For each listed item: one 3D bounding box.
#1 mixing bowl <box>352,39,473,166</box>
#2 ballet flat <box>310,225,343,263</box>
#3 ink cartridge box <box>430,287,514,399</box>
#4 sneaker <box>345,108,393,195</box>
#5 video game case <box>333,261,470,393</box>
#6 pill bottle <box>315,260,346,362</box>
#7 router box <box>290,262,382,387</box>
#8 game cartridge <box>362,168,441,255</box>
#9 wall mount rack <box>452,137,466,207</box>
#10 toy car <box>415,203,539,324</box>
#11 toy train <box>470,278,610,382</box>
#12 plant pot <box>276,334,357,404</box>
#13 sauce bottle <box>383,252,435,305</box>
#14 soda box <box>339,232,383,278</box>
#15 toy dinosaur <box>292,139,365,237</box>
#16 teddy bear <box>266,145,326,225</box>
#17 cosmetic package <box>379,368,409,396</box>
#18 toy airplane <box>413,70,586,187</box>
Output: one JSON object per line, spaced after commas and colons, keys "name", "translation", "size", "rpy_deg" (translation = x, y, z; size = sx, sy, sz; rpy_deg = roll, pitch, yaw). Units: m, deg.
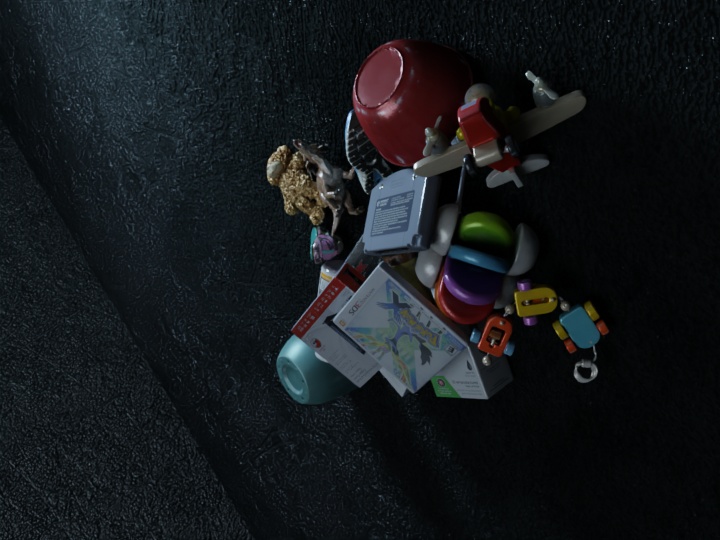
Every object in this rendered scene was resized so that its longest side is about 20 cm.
{"name": "mixing bowl", "translation": [0.060, -0.271, 1.095], "size": [0.199, 0.108, 0.203], "rpy_deg": [-15, 67, 40]}
{"name": "ballet flat", "translation": [-0.072, -0.053, 1.535], "size": [0.200, 0.070, 0.070], "rpy_deg": [-111, 23, -79]}
{"name": "ink cartridge box", "translation": [0.177, 0.127, 1.327], "size": [0.145, 0.084, 0.202], "rpy_deg": [-11, 103, 55]}
{"name": "sneaker", "translation": [0.001, -0.222, 1.294], "size": [0.090, 0.078, 0.201], "rpy_deg": [59, 172, 30]}
{"name": "video game case", "translation": [0.067, 0.104, 1.246], "size": [0.200, 0.022, 0.183], "rpy_deg": [41, 134, 1]}
{"name": "pill bottle", "translation": [-0.038, 0.088, 1.518], "size": [0.116, 0.115, 0.203], "rpy_deg": [23, 111, 44]}
{"name": "router box", "translation": [-0.013, 0.107, 1.353], "size": [0.179, 0.049, 0.200], "rpy_deg": [39, 134, -2]}
{"name": "game cartridge", "translation": [0.066, -0.095, 1.171], "size": [0.199, 0.041, 0.135], "rpy_deg": [-3, 71, 65]}
{"name": "wall mount rack", "translation": [0.117, -0.183, 1.202], "size": [0.199, 0.074, 0.176], "rpy_deg": [-2, 113, 55]}
{"name": "toy car", "translation": [0.176, 0.003, 1.135], "size": [0.173, 0.151, 0.201], "rpy_deg": [17, 140, 1]}
{"name": "toy train", "translation": [0.279, 0.091, 1.114], "size": [0.198, 0.056, 0.152], "rpy_deg": [16, 109, 6]}
{"name": "plant pot", "translation": [-0.102, 0.222, 1.708], "size": [0.200, 0.160, 0.203], "rpy_deg": [33, 137, 37]}
{"name": "sauce bottle", "translation": [0.097, 0.056, 1.254], "size": [0.066, 0.066, 0.202], "rpy_deg": [-3, 110, 54]}
{"name": "soda box", "translation": [0.000, 0.000, 1.397], "size": [0.070, 0.063, 0.201], "rpy_deg": [35, 106, 2]}
{"name": "toy dinosaur", "translation": [-0.064, -0.175, 1.449], "size": [0.135, 0.085, 0.202], "rpy_deg": [32, 141, 39]}
{"name": "teddy bear", "translation": [-0.139, -0.185, 1.556], "size": [0.201, 0.066, 0.145], "rpy_deg": [55, 144, 10]}
{"name": "cosmetic package", "translation": [0.080, 0.148, 1.506], "size": [0.151, 0.051, 0.201], "rpy_deg": [46, 143, 22]}
{"name": "toy airplane", "translation": [0.190, -0.196, 1.015], "size": [0.199, 0.198, 0.143], "rpy_deg": [134, 122, -67]}
